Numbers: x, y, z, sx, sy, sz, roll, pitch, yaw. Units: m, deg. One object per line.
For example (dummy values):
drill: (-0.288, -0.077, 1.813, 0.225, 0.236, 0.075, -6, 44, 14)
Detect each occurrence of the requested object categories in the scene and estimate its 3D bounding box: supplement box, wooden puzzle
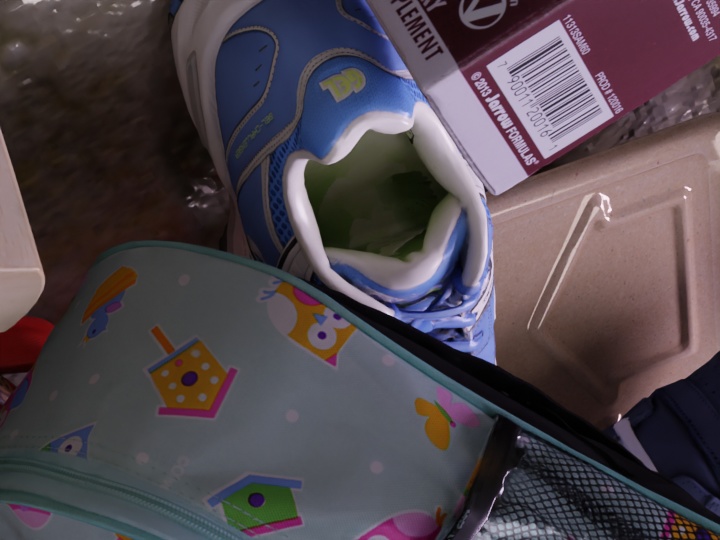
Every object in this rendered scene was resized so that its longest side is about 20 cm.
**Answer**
supplement box: (0.084, -0.120, 0.709, 0.200, 0.109, 0.061, -33, 148, 4)
wooden puzzle: (0.043, 0.047, 0.937, 0.199, 0.046, 0.186, -17, 126, -12)

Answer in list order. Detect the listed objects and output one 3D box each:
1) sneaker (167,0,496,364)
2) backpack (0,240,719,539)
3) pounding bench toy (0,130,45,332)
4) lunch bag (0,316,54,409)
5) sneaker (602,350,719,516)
sneaker: (0.000, 0.000, 0.807, 0.075, 0.077, 0.200, -28, 135, -6)
backpack: (-0.013, 0.089, 0.754, 0.154, 0.200, 0.176, -53, -174, -20)
pounding bench toy: (-0.189, 0.018, 0.670, 0.200, 0.125, 0.156, -40, 146, 17)
lunch bag: (-0.143, 0.082, 0.847, 0.176, 0.082, 0.200, -41, 146, 9)
sneaker: (0.057, 0.080, 0.891, 0.108, 0.070, 0.200, 30, 109, -36)
